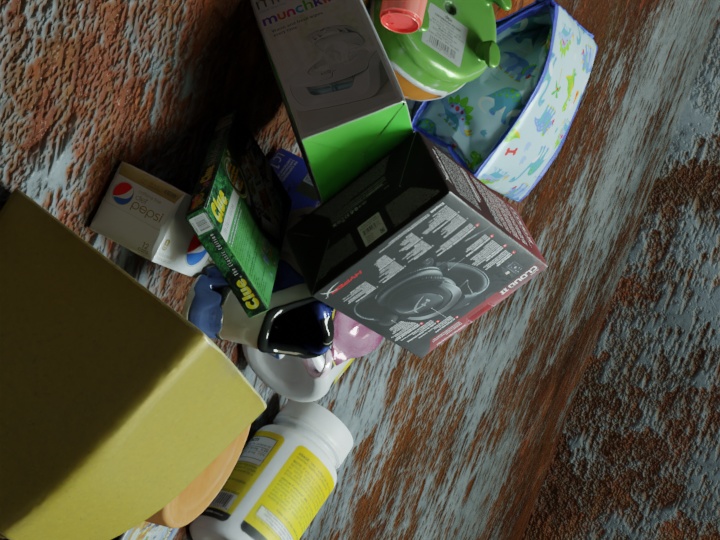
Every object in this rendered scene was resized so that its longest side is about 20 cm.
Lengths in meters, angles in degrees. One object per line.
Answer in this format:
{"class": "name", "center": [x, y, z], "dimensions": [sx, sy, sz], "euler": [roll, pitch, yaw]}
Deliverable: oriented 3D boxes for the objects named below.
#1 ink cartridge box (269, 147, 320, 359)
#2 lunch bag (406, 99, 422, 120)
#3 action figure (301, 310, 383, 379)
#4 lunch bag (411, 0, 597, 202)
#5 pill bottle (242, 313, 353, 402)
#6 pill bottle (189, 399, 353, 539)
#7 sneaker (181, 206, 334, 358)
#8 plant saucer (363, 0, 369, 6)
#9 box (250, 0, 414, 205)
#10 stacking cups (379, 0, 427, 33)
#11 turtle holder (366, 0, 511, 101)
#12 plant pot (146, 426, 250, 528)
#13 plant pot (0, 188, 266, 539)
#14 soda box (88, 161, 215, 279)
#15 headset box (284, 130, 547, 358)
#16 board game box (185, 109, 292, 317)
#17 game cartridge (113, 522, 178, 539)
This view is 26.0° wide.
{"class": "ink cartridge box", "center": [-0.081, -0.024, 1.549], "dimensions": [0.137, 0.076, 0.200], "euler": [-55, 162, -24]}
{"class": "lunch bag", "center": [0.065, -0.181, 1.746], "dimensions": [0.160, 0.075, 0.200], "euler": [-45, 154, -34]}
{"class": "action figure", "center": [0.000, 0.000, 1.510], "dimensions": [0.149, 0.134, 0.200], "euler": [-28, 167, -18]}
{"class": "lunch bag", "center": [0.169, -0.193, 1.687], "dimensions": [0.200, 0.127, 0.170], "euler": [-51, 159, 10]}
{"class": "pill bottle", "center": [-0.033, 0.042, 1.711], "dimensions": [0.200, 0.112, 0.112], "euler": [-50, 157, -37]}
{"class": "pill bottle", "center": [-0.099, 0.253, 1.811], "dimensions": [0.200, 0.114, 0.114], "euler": [-53, 159, -28]}
{"class": "sneaker", "center": [-0.060, 0.025, 1.383], "dimensions": [0.199, 0.115, 0.081], "euler": [-41, 149, -53]}
{"class": "plant saucer", "center": [-0.022, -0.281, 1.430], "dimensions": [0.200, 0.035, 0.201], "euler": [-53, 159, -31]}
{"class": "box", "center": [-0.012, -0.136, 1.371], "dimensions": [0.096, 0.177, 0.200], "euler": [-21, 147, -2]}
{"class": "stacking cups", "center": [0.059, -0.317, 1.452], "dimensions": [0.061, 0.060, 0.201], "euler": [67, 30, -67]}
{"class": "turtle holder", "center": [0.055, -0.257, 1.548], "dimensions": [0.141, 0.186, 0.132], "euler": [-1, 162, -40]}
{"class": "plant pot", "center": [-0.187, 0.134, 1.367], "dimensions": [0.200, 0.140, 0.200], "euler": [-54, 160, -29]}
{"class": "plant pot", "center": [-0.221, 0.099, 1.163], "dimensions": [0.200, 0.194, 0.196], "euler": [-51, 160, -10]}
{"class": "soda box", "center": [-0.154, -0.034, 1.345], "dimensions": [0.064, 0.068, 0.200], "euler": [-64, 162, 0]}
{"class": "headset box", "center": [0.056, -0.014, 1.349], "dimensions": [0.149, 0.077, 0.200], "euler": [-37, 145, 17]}
{"class": "board game box", "center": [-0.100, -0.053, 1.324], "dimensions": [0.105, 0.023, 0.200], "euler": [62, 16, -23]}
{"class": "game cartridge", "center": [-0.215, 0.242, 1.604], "dimensions": [0.201, 0.041, 0.133], "euler": [-62, 158, -8]}
